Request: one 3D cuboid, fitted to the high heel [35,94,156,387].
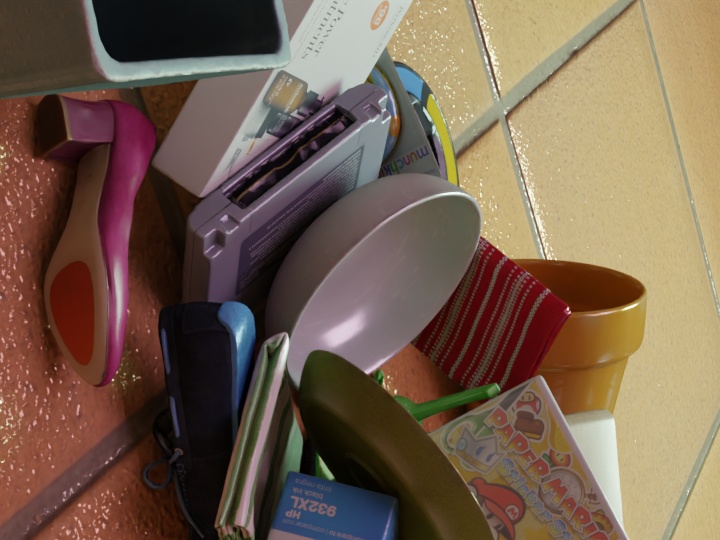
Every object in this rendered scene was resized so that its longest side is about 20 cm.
[{"bbox_3d":[-0.158,-0.021,0.964,0.096,0.067,0.201,8,72,-50],"label":"high heel"}]

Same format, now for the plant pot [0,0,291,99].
[{"bbox_3d":[-0.187,-0.188,0.828,0.196,0.199,0.197,-20,99,-62],"label":"plant pot"}]

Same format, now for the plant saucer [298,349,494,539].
[{"bbox_3d":[0.017,0.145,1.040,0.031,0.200,0.200,-39,122,-19],"label":"plant saucer"}]

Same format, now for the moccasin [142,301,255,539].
[{"bbox_3d":[-0.110,0.106,1.011,0.081,0.068,0.201,-65,161,-65],"label":"moccasin"}]

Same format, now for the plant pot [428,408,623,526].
[{"bbox_3d":[0.095,0.228,1.248,0.177,0.199,0.201,7,75,-46],"label":"plant pot"}]

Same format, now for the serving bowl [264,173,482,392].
[{"bbox_3d":[0.000,0.000,1.113,0.066,0.200,0.200,45,16,26],"label":"serving bowl"}]

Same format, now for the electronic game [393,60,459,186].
[{"bbox_3d":[0.046,-0.101,1.394,0.200,0.041,0.201,26,60,-57],"label":"electronic game"}]

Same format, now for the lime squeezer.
[{"bbox_3d":[0.034,0.107,1.218,0.038,0.200,0.071,46,71,-18],"label":"lime squeezer"}]

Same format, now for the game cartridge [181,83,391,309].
[{"bbox_3d":[-0.057,-0.042,1.078,0.200,0.041,0.133,-41,155,-32],"label":"game cartridge"}]

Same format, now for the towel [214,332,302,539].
[{"bbox_3d":[-0.066,0.148,1.041,0.200,0.023,0.153,84,15,-61],"label":"towel"}]

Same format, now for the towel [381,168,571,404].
[{"bbox_3d":[0.073,0.024,1.211,0.022,0.200,0.145,-33,154,-43],"label":"towel"}]

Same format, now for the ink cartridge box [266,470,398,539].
[{"bbox_3d":[-0.037,0.264,1.011,0.145,0.083,0.201,90,16,-61],"label":"ink cartridge box"}]

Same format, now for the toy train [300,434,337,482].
[{"bbox_3d":[-0.019,0.091,1.204,0.056,0.042,0.201,9,73,-21],"label":"toy train"}]

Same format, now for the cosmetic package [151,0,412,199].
[{"bbox_3d":[-0.053,-0.140,1.058,0.201,0.052,0.151,-59,163,7],"label":"cosmetic package"}]

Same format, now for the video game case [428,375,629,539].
[{"bbox_3d":[0.107,0.211,1.125,0.201,0.181,0.023,63,5,14],"label":"video game case"}]

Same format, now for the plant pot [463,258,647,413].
[{"bbox_3d":[0.179,0.102,1.445,0.200,0.199,0.184,-27,122,-60],"label":"plant pot"}]

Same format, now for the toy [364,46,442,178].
[{"bbox_3d":[-0.022,-0.141,1.178,0.047,0.115,0.201,-19,87,-44],"label":"toy"}]
